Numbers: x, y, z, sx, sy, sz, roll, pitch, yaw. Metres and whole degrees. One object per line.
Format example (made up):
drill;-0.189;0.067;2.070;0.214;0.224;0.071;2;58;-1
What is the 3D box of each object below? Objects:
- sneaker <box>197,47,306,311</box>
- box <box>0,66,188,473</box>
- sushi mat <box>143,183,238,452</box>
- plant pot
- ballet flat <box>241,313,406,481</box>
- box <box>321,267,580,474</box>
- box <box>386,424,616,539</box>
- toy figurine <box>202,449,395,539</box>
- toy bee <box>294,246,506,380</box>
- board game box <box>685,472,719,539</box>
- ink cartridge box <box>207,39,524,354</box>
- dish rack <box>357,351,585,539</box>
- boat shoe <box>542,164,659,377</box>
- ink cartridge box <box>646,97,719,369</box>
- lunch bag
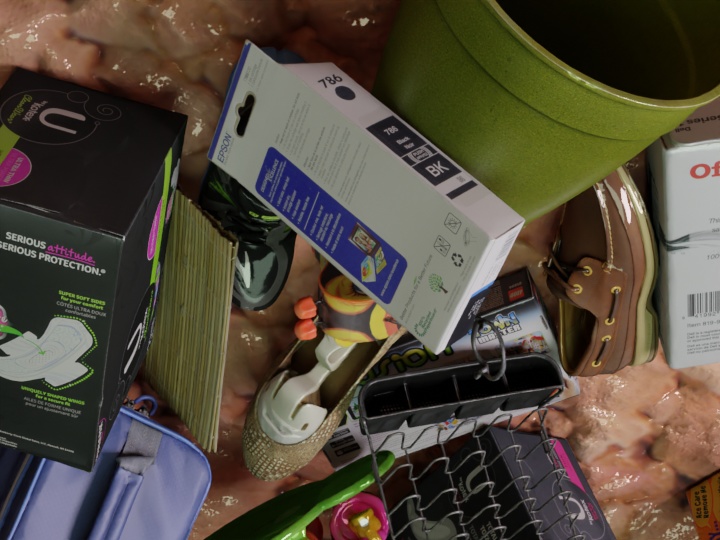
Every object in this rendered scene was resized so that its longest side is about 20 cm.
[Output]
sneaker;-0.070;-0.050;1.169;0.070;0.083;0.200;4;129;-9
box;-0.199;-0.001;1.142;0.124;0.149;0.200;16;128;2
sushi mat;-0.121;0.030;1.232;0.012;0.096;0.201;-20;137;-31
plant pot;0.095;-0.118;1.075;0.200;0.201;0.193;18;138;-19
ballet flat;-0.029;0.067;1.251;0.070;0.065;0.200;38;100;15
box;0.053;0.079;1.319;0.199;0.035;0.110;-20;128;11
box;0.088;0.230;1.374;0.106;0.123;0.200;14;131;-44
toy figurine;-0.018;0.260;1.314;0.200;0.150;0.184;-30;95;2
toy bee;0.000;0.000;1.133;0.108;0.200;0.131;-12;108;-18
board game box;0.410;0.248;1.384;0.200;0.200;0.200;-34;125;21
ink cartridge box;-0.001;-0.050;1.053;0.200;0.039;0.100;41;134;18
dish rack;0.087;0.166;1.241;0.153;0.201;0.055;-9;157;-13
boat shoe;0.164;0.000;1.229;0.067;0.072;0.201;-23;132;-12
ink cartridge box;0.273;-0.039;1.209;0.146;0.083;0.200;-7;131;1
lunch bag;-0.198;0.180;1.272;0.136;0.201;0.132;29;165;-27
